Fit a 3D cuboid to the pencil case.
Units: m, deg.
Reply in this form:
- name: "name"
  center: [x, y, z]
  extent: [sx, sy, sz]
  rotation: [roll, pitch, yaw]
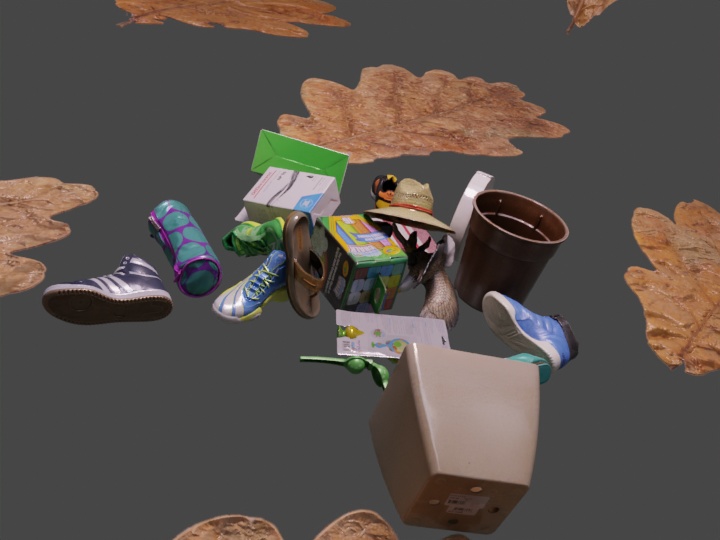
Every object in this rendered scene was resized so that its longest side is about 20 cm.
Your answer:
- name: "pencil case"
  center: [-0.317, -0.041, 1.346]
  extent: [0.092, 0.086, 0.200]
  rotation: [12, 27, -41]

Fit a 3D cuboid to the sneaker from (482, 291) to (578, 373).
- name: "sneaker"
  center: [0.331, 0.106, 1.449]
  extent: [0.111, 0.077, 0.200]
  rotation: [-18, 50, -36]

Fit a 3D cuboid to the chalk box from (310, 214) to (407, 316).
- name: "chalk box"
  center: [0.000, 0.000, 1.408]
  extent: [0.123, 0.126, 0.200]
  rotation: [-7, 40, -34]

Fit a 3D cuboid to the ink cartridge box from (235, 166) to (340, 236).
- name: "ink cartridge box"
  center: [-0.156, -0.144, 1.530]
  extent: [0.198, 0.068, 0.116]
  rotation: [12, 48, 24]

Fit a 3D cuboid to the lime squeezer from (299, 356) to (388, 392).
- name: "lime squeezer"
  center: [0.000, 0.174, 1.229]
  extent: [0.199, 0.038, 0.071]
  rotation: [29, 64, 16]

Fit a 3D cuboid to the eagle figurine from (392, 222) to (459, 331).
- name: "eagle figurine"
  center: [0.132, 0.011, 1.463]
  extent: [0.151, 0.152, 0.200]
  rotation: [20, 17, -27]

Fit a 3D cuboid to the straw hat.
- name: "straw hat"
  center: [0.102, -0.134, 1.482]
  extent: [0.199, 0.086, 0.201]
  rotation: [14, 0, 0]

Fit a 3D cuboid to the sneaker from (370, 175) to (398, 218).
- name: "sneaker"
  center: [0.067, -0.192, 1.777]
  extent: [0.069, 0.091, 0.201]
  rotation: [13, 32, -7]

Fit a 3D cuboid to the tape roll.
- name: "tape roll"
  center: [0.235, -0.116, 1.635]
  extent: [0.037, 0.204, 0.203]
  rotation: [23, 31, 14]

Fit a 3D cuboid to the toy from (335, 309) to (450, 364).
- name: "toy"
  center: [0.053, 0.126, 1.309]
  extent: [0.198, 0.048, 0.116]
  rotation: [8, 35, -9]

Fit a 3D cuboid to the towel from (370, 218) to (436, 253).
- name: "towel"
  center: [0.067, -0.067, 1.648]
  extent: [0.198, 0.023, 0.144]
  rotation: [-1, 38, -26]

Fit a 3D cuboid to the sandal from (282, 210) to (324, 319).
- name: "sandal"
  center: [-0.090, -0.004, 1.297]
  extent: [0.054, 0.202, 0.080]
  rotation: [7, 25, 24]

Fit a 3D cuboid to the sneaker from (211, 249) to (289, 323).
- name: "sneaker"
  center: [-0.175, 0.017, 1.307]
  extent: [0.075, 0.106, 0.200]
  rotation: [31, 33, 22]

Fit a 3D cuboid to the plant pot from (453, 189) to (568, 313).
- name: "plant pot"
  center: [0.289, -0.029, 1.528]
  extent: [0.198, 0.200, 0.201]
  rotation: [13, 32, -8]

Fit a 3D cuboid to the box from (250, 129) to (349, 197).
- name: "box"
  center: [-0.130, -0.235, 1.676]
  extent: [0.198, 0.098, 0.176]
  rotation: [16, 2, -4]

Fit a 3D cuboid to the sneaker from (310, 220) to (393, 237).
- name: "sneaker"
  center: [-0.038, -0.085, 1.558]
  extent: [0.200, 0.068, 0.108]
  rotation: [-18, 45, -28]

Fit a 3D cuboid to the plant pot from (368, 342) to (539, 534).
- name: "plant pot"
  center: [0.132, 0.245, 1.038]
  extent: [0.198, 0.201, 0.178]
  rotation: [11, 44, -11]

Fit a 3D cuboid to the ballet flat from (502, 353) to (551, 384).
- name: "ballet flat"
  center: [0.242, 0.184, 1.311]
  extent: [0.199, 0.068, 0.070]
  rotation: [-6, 14, -34]

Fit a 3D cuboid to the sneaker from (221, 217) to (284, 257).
- name: "sneaker"
  center: [-0.191, -0.051, 1.400]
  extent: [0.083, 0.075, 0.199]
  rotation: [-30, 17, -33]

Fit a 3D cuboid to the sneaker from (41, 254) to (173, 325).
- name: "sneaker"
  center: [-0.408, 0.026, 1.204]
  extent: [0.199, 0.070, 0.109]
  rotation: [5, 37, -34]
